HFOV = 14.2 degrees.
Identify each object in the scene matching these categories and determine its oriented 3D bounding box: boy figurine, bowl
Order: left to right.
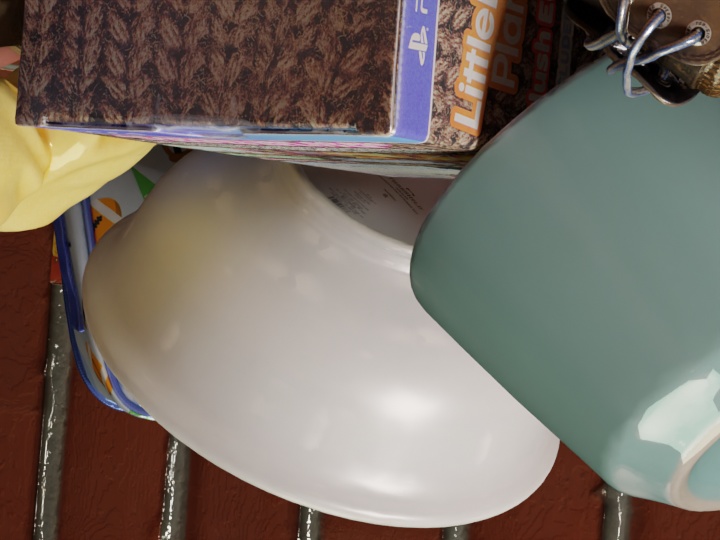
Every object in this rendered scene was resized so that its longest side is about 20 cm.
[{"bbox_3d":[-0.108,-0.056,1.037,0.124,0.065,0.200,-32,175,40],"label":"boy figurine"},{"bbox_3d":[0.000,0.000,1.118,0.200,0.091,0.201,18,-150,-11],"label":"bowl"},{"bbox_3d":[0.126,0.004,0.923,0.200,0.105,0.201,-22,158,-10],"label":"bowl"}]

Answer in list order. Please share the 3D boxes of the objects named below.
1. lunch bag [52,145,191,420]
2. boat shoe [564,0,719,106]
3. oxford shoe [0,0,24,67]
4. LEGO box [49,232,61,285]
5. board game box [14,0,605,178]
[{"bbox_3d":[-0.063,-0.039,1.247,0.159,0.201,0.076,-9,-176,-13],"label":"lunch bag"},{"bbox_3d":[0.094,-0.087,0.810,0.199,0.073,0.072,2,164,-3],"label":"boat shoe"},{"bbox_3d":[-0.123,-0.119,1.072,0.074,0.071,0.200,-15,-177,1],"label":"oxford shoe"},{"bbox_3d":[-0.168,-0.054,2.503,0.077,0.150,0.199,4,179,40],"label":"LEGO box"},{"bbox_3d":[0.012,-0.085,0.965,0.159,0.098,0.199,4,179,38],"label":"board game box"}]
